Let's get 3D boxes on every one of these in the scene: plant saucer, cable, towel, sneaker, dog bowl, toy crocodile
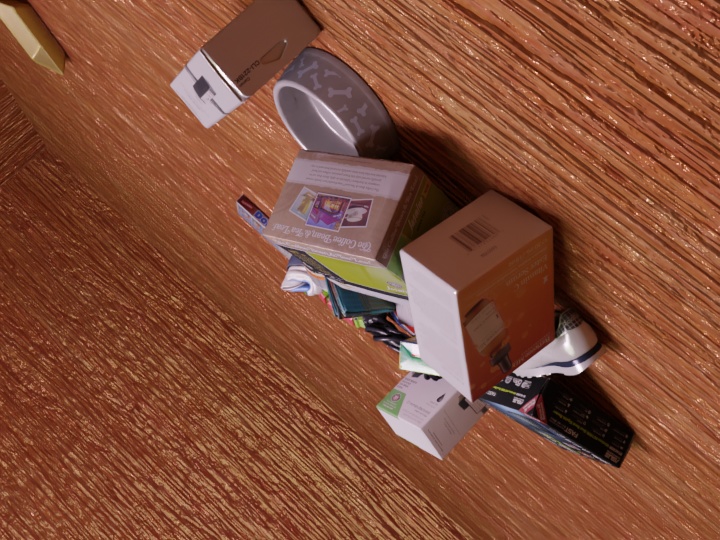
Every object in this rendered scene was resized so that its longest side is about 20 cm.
[{"bbox_3d":[-0.823,-0.599,2.046,0.199,0.048,0.201,28,156,42],"label":"plant saucer"},{"bbox_3d":[0.071,0.132,1.379,0.163,0.051,0.200,46,176,-21],"label":"cable"},{"bbox_3d":[0.000,0.000,1.295,0.199,0.022,0.148,0,-108,-60],"label":"towel"},{"bbox_3d":[-0.119,-0.035,1.558,0.200,0.147,0.081,35,161,27],"label":"sneaker"},{"bbox_3d":[0.259,0.098,1.143,0.081,0.076,0.200,54,156,-3],"label":"sneaker"},{"bbox_3d":[-0.039,-0.205,1.125,0.200,0.059,0.200,41,163,15],"label":"dog bowl"},{"bbox_3d":[-0.042,0.071,1.778,0.200,0.062,0.068,38,162,20],"label":"toy crocodile"}]

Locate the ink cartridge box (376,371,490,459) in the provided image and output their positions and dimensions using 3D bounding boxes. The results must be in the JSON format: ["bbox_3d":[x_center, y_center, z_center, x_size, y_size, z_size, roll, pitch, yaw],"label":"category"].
[{"bbox_3d":[0.150,0.213,1.434,0.146,0.200,0.085,14,143,58],"label":"ink cartridge box"}]

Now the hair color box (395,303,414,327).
[{"bbox_3d":[0.125,0.043,1.258,0.200,0.061,0.102,15,118,60],"label":"hair color box"}]

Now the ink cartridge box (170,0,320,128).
[{"bbox_3d":[-0.155,-0.277,1.075,0.084,0.144,0.200,49,163,-16],"label":"ink cartridge box"}]

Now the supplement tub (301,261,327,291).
[{"bbox_3d":[-0.057,-0.064,1.391,0.122,0.123,0.201,33,159,33],"label":"supplement tub"}]

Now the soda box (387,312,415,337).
[{"bbox_3d":[0.098,0.072,1.435,0.200,0.071,0.063,38,164,22],"label":"soda box"}]

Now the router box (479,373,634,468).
[{"bbox_3d":[0.294,0.221,1.256,0.199,0.062,0.150,33,169,-23],"label":"router box"}]

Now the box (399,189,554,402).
[{"bbox_3d":[0.150,0.033,1.012,0.106,0.152,0.201,39,154,41],"label":"box"}]

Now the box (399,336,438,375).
[{"bbox_3d":[0.158,0.122,1.259,0.117,0.049,0.199,5,-175,32],"label":"box"}]

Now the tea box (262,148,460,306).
[{"bbox_3d":[0.018,-0.050,1.089,0.199,0.135,0.196,14,167,38],"label":"tea box"}]

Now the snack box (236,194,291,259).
[{"bbox_3d":[-0.201,-0.085,1.844,0.200,0.024,0.072,42,164,8],"label":"snack box"}]
